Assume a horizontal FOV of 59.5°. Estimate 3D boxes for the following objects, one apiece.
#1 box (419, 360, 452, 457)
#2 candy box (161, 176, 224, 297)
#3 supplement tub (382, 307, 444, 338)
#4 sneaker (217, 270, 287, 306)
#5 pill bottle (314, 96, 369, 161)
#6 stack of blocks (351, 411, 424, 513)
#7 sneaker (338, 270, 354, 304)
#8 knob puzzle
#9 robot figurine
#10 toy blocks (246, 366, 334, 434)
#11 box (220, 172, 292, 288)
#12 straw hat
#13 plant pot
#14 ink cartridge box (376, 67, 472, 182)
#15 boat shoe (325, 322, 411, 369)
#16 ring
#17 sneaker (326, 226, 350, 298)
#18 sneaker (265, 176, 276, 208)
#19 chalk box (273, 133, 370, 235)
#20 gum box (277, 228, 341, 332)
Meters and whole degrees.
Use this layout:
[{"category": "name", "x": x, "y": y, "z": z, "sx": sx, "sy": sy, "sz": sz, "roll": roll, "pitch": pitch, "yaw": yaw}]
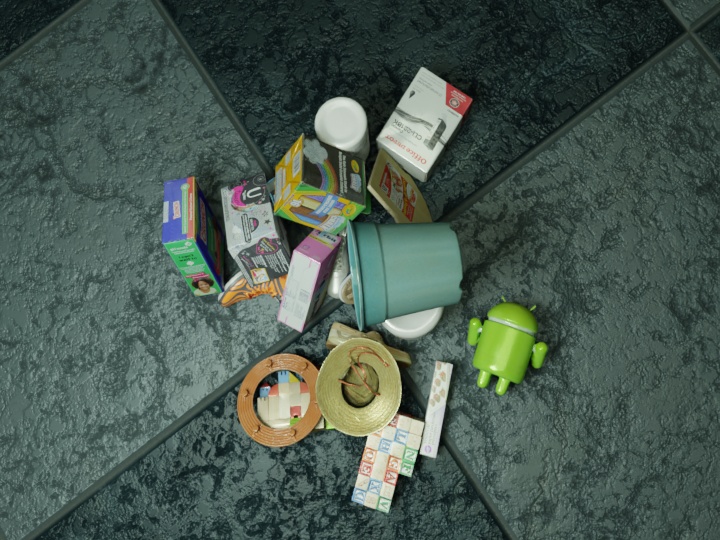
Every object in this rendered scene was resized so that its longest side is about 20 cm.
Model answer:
[{"category": "box", "x": 0.166, "y": 0.303, "z": 1.387, "sx": 0.037, "sy": 0.041, "sz": 0.206, "roll": 11, "pitch": 84, "yaw": 6}, {"category": "candy box", "x": -0.360, "y": -0.071, "z": 1.372, "sx": 0.075, "sy": 0.202, "sz": 0.173, "roll": -11, "pitch": 55, "yaw": 3}, {"category": "supplement tub", "x": 0.105, "y": 0.071, "z": 1.339, "sx": 0.140, "sy": 0.200, "sz": 0.150, "roll": -1, "pitch": 83, "yaw": 5}, {"category": "sneaker", "x": -0.224, "y": 0.043, "z": 1.434, "sx": 0.198, "sy": 0.078, "sz": 0.113, "roll": -37, "pitch": 80, "yaw": 0}, {"category": "pill bottle", "x": -0.035, "y": -0.284, "z": 1.390, "sx": 0.110, "sy": 0.200, "sz": 0.118, "roll": -1, "pitch": 77, "yaw": 3}, {"category": "stack of blocks", "x": 0.061, "y": 0.412, "z": 1.373, "sx": 0.112, "sy": 0.059, "sz": 0.206, "roll": 15, "pitch": 85, "yaw": 7}, {"category": "sneaker", "x": 0.000, "y": 0.000, "z": 1.382, "sx": 0.199, "sy": 0.107, "sz": 0.072, "roll": -40, "pitch": 123, "yaw": -32}, {"category": "knob puzzle", "x": 0.090, "y": -0.152, "z": 1.393, "sx": 0.030, "sy": 0.218, "sz": 0.224, "roll": -33, "pitch": 81, "yaw": 30}, {"category": "robot figurine", "x": 0.311, "y": 0.161, "z": 1.352, "sx": 0.171, "sy": 0.116, "sz": 0.206, "roll": 17, "pitch": 85, "yaw": 19}, {"category": "toy blocks", "x": -0.152, "y": 0.287, "z": 1.400, "sx": 0.193, "sy": 0.100, "sz": 0.141, "roll": -6, "pitch": 71, "yaw": 4}, {"category": "box", "x": -0.225, "y": -0.092, "z": 1.380, "sx": 0.112, "sy": 0.134, "sz": 0.203, "roll": -20, "pitch": 47, "yaw": 1}, {"category": "straw hat", "x": 0.001, "y": 0.243, "z": 1.361, "sx": 0.194, "sy": 0.085, "sz": 0.208, "roll": 0, "pitch": 92, "yaw": 4}, {"category": "plant pot", "x": 0.080, "y": -0.003, "z": 1.160, "sx": 0.190, "sy": 0.200, "sz": 0.207, "roll": -6, "pitch": 82, "yaw": -3}, {"category": "ink cartridge box", "x": 0.144, "y": -0.330, "z": 1.441, "sx": 0.142, "sy": 0.084, "sz": 0.203, "roll": 33, "pitch": 88, "yaw": 7}, {"category": "boat shoe", "x": 0.023, "y": 0.165, "z": 1.401, "sx": 0.194, "sy": 0.072, "sz": 0.066, "roll": 17, "pitch": 63, "yaw": 2}, {"category": "ring", "x": -0.172, "y": 0.274, "z": 1.356, "sx": 0.194, "sy": 0.019, "sz": 0.206, "roll": -3, "pitch": 60, "yaw": 5}, {"category": "sneaker", "x": -0.060, "y": -0.043, "z": 1.411, "sx": 0.071, "sy": 0.116, "sz": 0.207, "roll": -2, "pitch": 84, "yaw": 3}, {"category": "sneaker", "x": -0.134, "y": -0.138, "z": 1.393, "sx": 0.072, "sy": 0.198, "sz": 0.084, "roll": -26, "pitch": 68, "yaw": 29}, {"category": "chalk box", "x": -0.066, "y": -0.166, "z": 1.299, "sx": 0.196, "sy": 0.123, "sz": 0.128, "roll": 19, "pitch": 55, "yaw": -31}, {"category": "gum box", "x": -0.112, "y": 0.024, "z": 1.362, "sx": 0.065, "sy": 0.114, "sz": 0.204, "roll": 25, "pitch": 125, "yaw": 9}]
